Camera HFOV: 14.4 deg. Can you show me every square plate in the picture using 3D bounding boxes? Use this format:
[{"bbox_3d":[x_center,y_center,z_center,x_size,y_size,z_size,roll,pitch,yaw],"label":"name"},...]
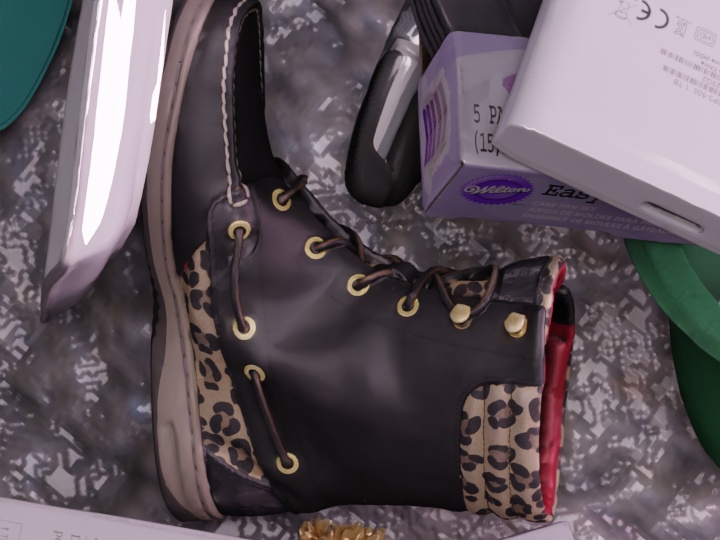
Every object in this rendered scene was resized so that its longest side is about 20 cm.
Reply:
[{"bbox_3d":[-0.085,-0.087,1.010,0.028,0.200,0.200,9,82,-8],"label":"square plate"}]

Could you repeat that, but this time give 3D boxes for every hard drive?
[{"bbox_3d":[0.136,-0.103,0.990,0.131,0.026,0.201,24,64,-8],"label":"hard drive"}]

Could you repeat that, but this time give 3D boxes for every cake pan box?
[{"bbox_3d":[0.109,-0.104,1.025,0.198,0.052,0.186,6,66,-15],"label":"cake pan box"}]

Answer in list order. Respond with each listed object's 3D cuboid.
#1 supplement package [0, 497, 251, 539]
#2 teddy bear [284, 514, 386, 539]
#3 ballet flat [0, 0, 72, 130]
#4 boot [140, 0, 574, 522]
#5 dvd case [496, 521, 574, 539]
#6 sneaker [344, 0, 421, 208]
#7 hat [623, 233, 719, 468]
[{"bbox_3d":[-0.044,0.156,0.936,0.198,0.117,0.118,11,71,0],"label":"supplement package"},{"bbox_3d":[-0.019,0.190,1.040,0.145,0.067,0.200,44,81,0],"label":"teddy bear"},{"bbox_3d":[-0.136,-0.152,1.072,0.071,0.069,0.201,32,116,40],"label":"ballet flat"},{"bbox_3d":[0.000,0.000,1.028,0.149,0.073,0.202,5,103,15],"label":"boot"},{"bbox_3d":[0.002,0.187,1.004,0.199,0.025,0.151,-16,75,-8],"label":"dvd case"},{"bbox_3d":[0.079,-0.098,1.082,0.115,0.075,0.201,26,82,-1],"label":"sneaker"},{"bbox_3d":[0.152,0.056,1.093,0.165,0.177,0.201,19,43,-1],"label":"hat"}]
